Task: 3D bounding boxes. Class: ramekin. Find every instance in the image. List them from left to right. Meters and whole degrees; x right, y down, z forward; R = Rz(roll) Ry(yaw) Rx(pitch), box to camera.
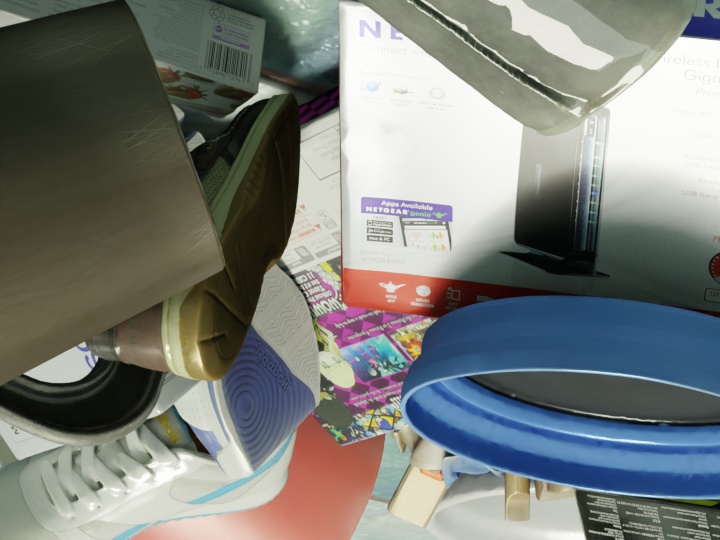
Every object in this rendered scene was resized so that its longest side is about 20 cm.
[{"bbox_3d":[0.143,0.129,1.445,0.199,0.098,0.201,4,159,1],"label":"ramekin"}]

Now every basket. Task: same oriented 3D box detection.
[{"bbox_3d":[-0.164,-0.018,0.825,0.199,0.136,0.181,-22,139,-6],"label":"basket"}]

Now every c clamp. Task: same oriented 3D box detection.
[{"bbox_3d":[-0.153,-0.016,0.957,0.170,0.201,0.027,21,138,-17],"label":"c clamp"}]

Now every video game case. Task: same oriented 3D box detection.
[{"bbox_3d":[0.000,0.000,1.103,0.181,0.036,0.200,50,142,-15],"label":"video game case"}]

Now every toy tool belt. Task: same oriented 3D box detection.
[{"bbox_3d":[0.115,0.094,1.303,0.199,0.124,0.125,-1,-169,-1],"label":"toy tool belt"}]

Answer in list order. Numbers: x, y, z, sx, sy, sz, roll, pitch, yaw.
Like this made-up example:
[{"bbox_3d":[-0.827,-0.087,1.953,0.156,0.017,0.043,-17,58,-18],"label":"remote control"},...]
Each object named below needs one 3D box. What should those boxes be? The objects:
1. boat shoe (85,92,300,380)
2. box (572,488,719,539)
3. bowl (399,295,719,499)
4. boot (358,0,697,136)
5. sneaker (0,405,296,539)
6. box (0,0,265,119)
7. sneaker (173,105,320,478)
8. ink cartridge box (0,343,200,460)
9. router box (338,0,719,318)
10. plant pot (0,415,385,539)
[{"bbox_3d":[-0.070,-0.024,0.947,0.064,0.200,0.074,4,118,10],"label":"boat shoe"},{"bbox_3d":[0.254,0.117,1.202,0.192,0.048,0.200,-22,-168,-30],"label":"box"},{"bbox_3d":[0.118,0.060,0.996,0.199,0.040,0.201,8,161,3],"label":"bowl"},{"bbox_3d":[0.001,-0.116,0.825,0.199,0.073,0.182,27,151,-27],"label":"boot"},{"bbox_3d":[-0.128,0.106,1.163,0.199,0.077,0.081,-20,150,-23],"label":"sneaker"},{"bbox_3d":[-0.137,-0.116,0.944,0.199,0.042,0.039,15,157,-27],"label":"box"},{"bbox_3d":[-0.106,0.006,1.112,0.115,0.081,0.200,-4,118,47],"label":"sneaker"},{"bbox_3d":[-0.195,0.001,1.098,0.200,0.043,0.197,-21,105,48],"label":"ink cartridge box"},{"bbox_3d":[0.090,-0.051,0.935,0.199,0.049,0.180,7,135,8],"label":"router box"},{"bbox_3d":[-0.112,0.098,1.313,0.177,0.201,0.200,32,148,-32],"label":"plant pot"}]
